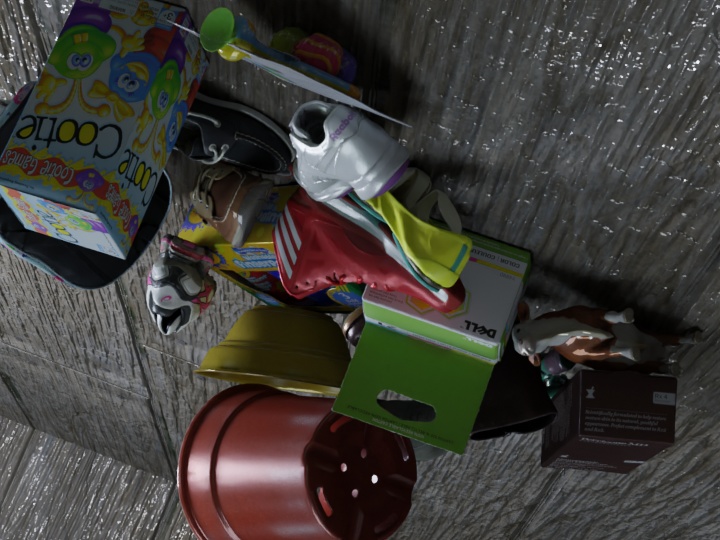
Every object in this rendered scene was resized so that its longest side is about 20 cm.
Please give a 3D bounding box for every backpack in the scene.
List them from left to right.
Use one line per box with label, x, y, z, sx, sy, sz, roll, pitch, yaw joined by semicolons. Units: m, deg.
backpack;-0.297;-0.084;1.772;0.150;0.178;0.200;31;174;48

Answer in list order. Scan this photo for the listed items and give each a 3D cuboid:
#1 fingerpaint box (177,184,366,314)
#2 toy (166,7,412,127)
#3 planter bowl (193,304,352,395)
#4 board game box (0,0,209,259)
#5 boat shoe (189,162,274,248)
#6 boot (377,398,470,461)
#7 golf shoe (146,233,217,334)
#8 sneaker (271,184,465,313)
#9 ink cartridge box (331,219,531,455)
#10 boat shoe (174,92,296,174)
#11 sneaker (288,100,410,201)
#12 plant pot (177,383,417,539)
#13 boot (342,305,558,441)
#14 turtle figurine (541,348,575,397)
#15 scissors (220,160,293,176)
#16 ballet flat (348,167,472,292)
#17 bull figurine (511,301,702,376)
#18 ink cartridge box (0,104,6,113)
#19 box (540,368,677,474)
fingerpaint box;-0.074;-0.018;1.865;0.167;0.074;0.199;34;158;-35
toy;-0.049;-0.174;1.413;0.115;0.047;0.199;25;-173;39
planter bowl;-0.080;0.085;1.914;0.199;0.084;0.200;7;172;1
board game box;-0.222;-0.130;1.511;0.102;0.201;0.105;17;162;14
boat shoe;-0.134;-0.069;1.706;0.072;0.076;0.200;28;175;-8
boot;0.095;0.178;1.932;0.130;0.068;0.200;-1;171;31
golf shoe;-0.204;0.026;1.890;0.072;0.093;0.200;22;167;3
sneaker;0.000;0.000;1.690;0.200;0.116;0.078;41;-163;14
ink cartridge box;0.070;0.061;1.725;0.147;0.201;0.076;18;162;9
boat shoe;-0.154;-0.133;1.634;0.199;0.061;0.074;29;143;-22
sneaker;-0.024;-0.115;1.542;0.100;0.075;0.200;43;167;-16
plant pot;-0.056;0.214;1.828;0.200;0.202;0.195;33;154;-32
boot;0.091;0.097;1.775;0.199;0.167;0.073;-7;142;-10
turtle figurine;0.187;0.126;1.956;0.149;0.101;0.200;26;154;-32
scissors;-0.137;-0.112;1.774;0.073;0.014;0.199;31;161;-33
ballet flat;0.047;-0.056;1.608;0.067;0.067;0.200;26;-163;-38
bull figurine;0.244;0.070;1.731;0.199;0.066;0.121;10;173;-42
ink cartridge box;-0.322;-0.102;1.921;0.199;0.068;0.116;22;163;-1
box;0.252;0.158;1.788;0.099;0.075;0.200;5;163;-3
